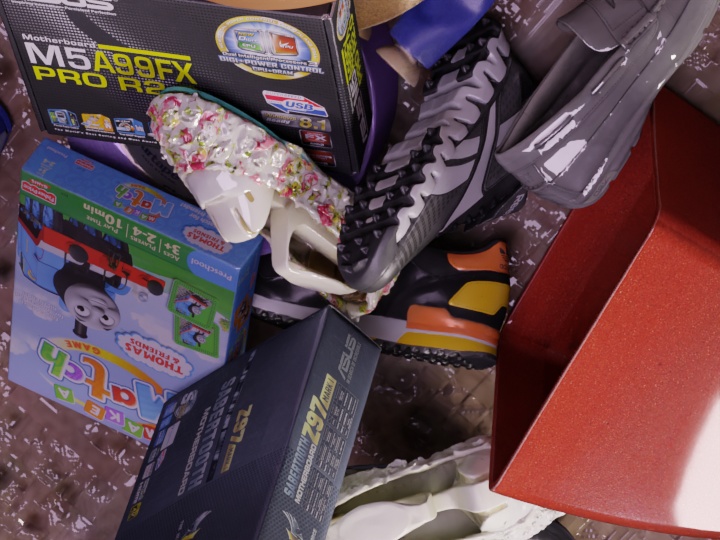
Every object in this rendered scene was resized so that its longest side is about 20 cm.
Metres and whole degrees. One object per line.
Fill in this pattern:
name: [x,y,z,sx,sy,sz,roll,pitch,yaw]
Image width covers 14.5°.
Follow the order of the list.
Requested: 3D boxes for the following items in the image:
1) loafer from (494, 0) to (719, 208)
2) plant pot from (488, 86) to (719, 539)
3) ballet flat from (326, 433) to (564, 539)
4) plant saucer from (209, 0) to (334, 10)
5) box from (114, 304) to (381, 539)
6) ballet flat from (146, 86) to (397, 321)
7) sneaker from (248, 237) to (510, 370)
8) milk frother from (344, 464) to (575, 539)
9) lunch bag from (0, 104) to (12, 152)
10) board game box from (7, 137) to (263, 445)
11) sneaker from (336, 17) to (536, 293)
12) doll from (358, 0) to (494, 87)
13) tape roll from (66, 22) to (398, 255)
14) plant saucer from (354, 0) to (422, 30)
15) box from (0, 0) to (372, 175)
loafer: [0.147,-0.132,1.622,0.070,0.070,0.201,28,91,-24]
plant pot: [0.200,0.042,1.647,0.176,0.200,0.200,25,116,-8]
ballet flat: [0.045,0.141,1.662,0.199,0.072,0.072,-15,109,-12]
plant saucer: [-0.041,-0.219,1.546,0.199,0.201,0.038,8,149,11]
box: [-0.075,0.131,1.649,0.051,0.200,0.157,40,133,-24]
ballet flat: [-0.047,-0.035,1.637,0.200,0.064,0.075,33,149,-33]
sneaker: [0.000,0.000,1.751,0.199,0.070,0.090,13,83,20]
milk frother: [0.026,0.227,1.792,0.200,0.180,0.189,-6,76,43]
lunch bag: [-0.326,-0.037,1.753,0.199,0.170,0.124,-19,108,20]
board game box: [-0.143,0.025,1.756,0.151,0.037,0.200,24,140,12]
sneaker: [0.058,-0.052,1.650,0.090,0.200,0.066,44,144,-21]
doll: [0.067,-0.207,1.620,0.136,0.048,0.200,44,94,13]
tape roll: [-0.080,-0.112,1.719,0.199,0.066,0.201,5,111,13]
plant saucer: [-0.018,-0.236,1.612,0.199,0.035,0.201,-5,77,20]
box: [-0.099,-0.126,1.611,0.199,0.044,0.160,8,151,11]
